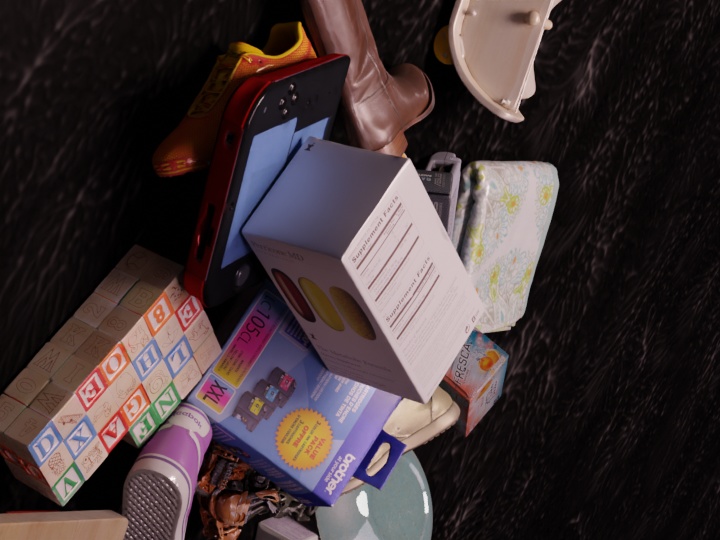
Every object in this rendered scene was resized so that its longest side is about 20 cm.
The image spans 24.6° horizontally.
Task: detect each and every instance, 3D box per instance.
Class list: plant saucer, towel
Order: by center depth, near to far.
[{"bbox_3d":[0.027,0.249,1.757,0.200,0.038,0.203,24,59,-48],"label":"plant saucer"},{"bbox_3d":[0.152,-0.024,1.856,0.171,0.048,0.202,-8,112,-58],"label":"towel"}]

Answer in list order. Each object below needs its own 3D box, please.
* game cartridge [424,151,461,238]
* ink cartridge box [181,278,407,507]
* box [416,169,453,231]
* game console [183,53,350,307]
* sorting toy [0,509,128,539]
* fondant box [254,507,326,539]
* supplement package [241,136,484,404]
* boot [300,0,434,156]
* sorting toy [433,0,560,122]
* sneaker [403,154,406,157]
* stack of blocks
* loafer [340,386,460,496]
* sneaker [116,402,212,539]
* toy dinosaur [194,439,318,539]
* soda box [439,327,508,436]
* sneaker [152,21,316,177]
[{"bbox_3d":[0.069,-0.031,1.664,0.200,0.041,0.134,-63,165,-70],"label":"game cartridge"},{"bbox_3d":[-0.053,0.122,1.500,0.200,0.076,0.137,37,73,-15],"label":"ink cartridge box"},{"bbox_3d":[0.000,0.000,1.538,0.051,0.156,0.201,-78,174,-63],"label":"box"},{"bbox_3d":[-0.074,-0.076,1.372,0.177,0.031,0.201,-26,138,-57],"label":"game console"},{"bbox_3d":[-0.302,0.280,1.327,0.198,0.069,0.201,11,100,-59],"label":"sorting toy"},{"bbox_3d":[-0.042,0.322,1.771,0.199,0.058,0.145,-13,119,-55],"label":"fondant box"},{"bbox_3d":[0.006,0.001,1.391,0.110,0.113,0.200,-56,139,-24],"label":"supplement package"},{"bbox_3d":[0.001,-0.215,1.496,0.187,0.064,0.201,-75,146,-57],"label":"boot"},{"bbox_3d":[0.167,-0.254,1.703,0.180,0.106,0.201,8,102,-66],"label":"sorting toy"},{"bbox_3d":[-0.008,-0.023,1.596,0.077,0.078,0.202,-6,106,-51],"label":"sneaker"},{"bbox_3d":[-0.209,0.093,1.362,0.200,0.058,0.116,-51,146,-27],"label":"stack of blocks"},{"bbox_3d":[0.007,0.169,1.676,0.199,0.076,0.069,-30,92,-23],"label":"loafer"},{"bbox_3d":[-0.173,0.198,1.459,0.115,0.072,0.201,-70,-174,-47],"label":"sneaker"},{"bbox_3d":[-0.114,0.204,1.581,0.135,0.102,0.201,-8,135,-39],"label":"toy dinosaur"},{"bbox_3d":[0.115,0.120,1.809,0.068,0.063,0.200,-48,168,-11],"label":"soda box"},{"bbox_3d":[-0.111,-0.143,1.376,0.200,0.073,0.078,-47,124,-40],"label":"sneaker"}]
